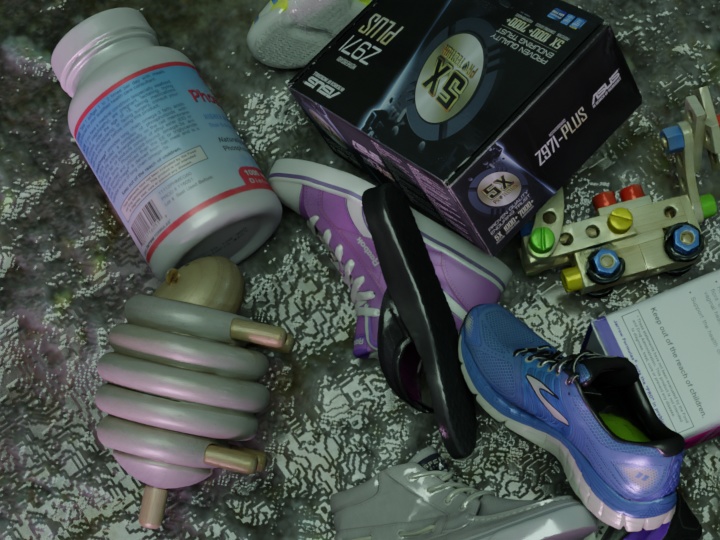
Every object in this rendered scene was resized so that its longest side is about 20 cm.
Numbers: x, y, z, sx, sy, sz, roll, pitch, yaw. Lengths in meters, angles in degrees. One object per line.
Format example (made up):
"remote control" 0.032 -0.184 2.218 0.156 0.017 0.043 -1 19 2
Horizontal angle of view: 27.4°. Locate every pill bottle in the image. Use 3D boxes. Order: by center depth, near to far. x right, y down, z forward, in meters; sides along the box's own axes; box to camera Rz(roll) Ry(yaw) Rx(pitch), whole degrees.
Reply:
"pill bottle" -0.152 -0.097 1.118 0.109 0.109 0.200 -31 75 -5

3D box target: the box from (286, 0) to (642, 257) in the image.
"box" 0.073 -0.130 1.079 0.164 0.086 0.200 -45 46 -8

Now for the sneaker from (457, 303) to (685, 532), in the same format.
"sneaker" 0.146 0.078 0.988 0.079 0.089 0.200 -17 45 -38

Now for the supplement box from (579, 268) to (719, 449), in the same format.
"supplement box" 0.271 0.053 1.049 0.200 0.101 0.103 -23 74 -2

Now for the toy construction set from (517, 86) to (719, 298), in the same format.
"toy construction set" 0.187 -0.054 1.097 0.200 0.092 0.131 -20 73 10

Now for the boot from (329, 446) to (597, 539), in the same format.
"boot" 0.061 0.165 1.018 0.200 0.074 0.096 -24 68 26

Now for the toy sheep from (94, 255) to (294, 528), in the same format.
"toy sheep" -0.125 0.087 1.056 0.138 0.138 0.200 12 82 7

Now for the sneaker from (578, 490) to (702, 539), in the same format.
"sneaker" 0.168 0.234 1.023 0.099 0.070 0.200 35 86 -4

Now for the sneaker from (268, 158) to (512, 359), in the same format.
"sneaker" 0.000 0.000 1.100 0.200 0.073 0.114 30 81 11

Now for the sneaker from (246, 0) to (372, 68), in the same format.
"sneaker" -0.012 -0.243 1.181 0.200 0.076 0.105 -32 46 3

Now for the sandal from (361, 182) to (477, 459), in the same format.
"sandal" 0.035 0.039 1.041 0.048 0.075 0.201 -21 80 20
